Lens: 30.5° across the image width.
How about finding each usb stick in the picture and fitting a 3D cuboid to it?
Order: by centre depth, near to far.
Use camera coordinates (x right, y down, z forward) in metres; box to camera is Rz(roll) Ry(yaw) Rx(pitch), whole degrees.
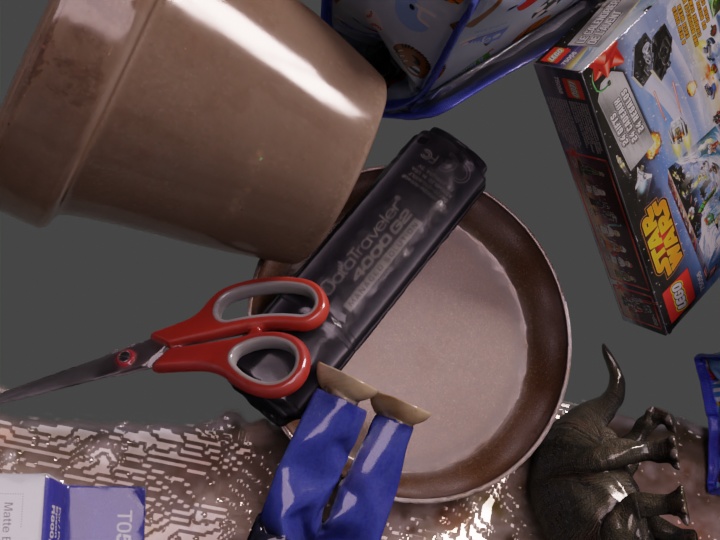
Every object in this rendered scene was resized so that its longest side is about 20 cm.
[{"bbox_3d":[0.000,0.000,0.752,0.055,0.033,0.200,37,69,6],"label":"usb stick"}]

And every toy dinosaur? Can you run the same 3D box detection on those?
[{"bbox_3d":[0.136,0.126,0.762,0.101,0.077,0.202,-13,61,14],"label":"toy dinosaur"}]

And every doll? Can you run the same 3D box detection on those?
[{"bbox_3d":[-0.026,0.157,0.702,0.136,0.048,0.201,28,84,-33],"label":"doll"}]

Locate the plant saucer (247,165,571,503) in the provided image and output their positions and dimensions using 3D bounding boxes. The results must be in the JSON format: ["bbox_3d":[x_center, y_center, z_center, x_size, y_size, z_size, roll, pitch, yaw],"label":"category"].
[{"bbox_3d":[0.028,0.038,0.782,0.198,0.032,0.202,4,73,-14],"label":"plant saucer"}]

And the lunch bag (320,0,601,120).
[{"bbox_3d":[0.072,-0.178,0.764,0.169,0.200,0.124,-34,81,-22],"label":"lunch bag"}]

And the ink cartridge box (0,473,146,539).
[{"bbox_3d":[-0.208,0.202,0.663,0.198,0.041,0.201,3,74,-15],"label":"ink cartridge box"}]

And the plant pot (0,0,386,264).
[{"bbox_3d":[-0.084,-0.091,0.699,0.174,0.200,0.202,25,69,-11],"label":"plant pot"}]

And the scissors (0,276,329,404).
[{"bbox_3d":[-0.115,0.041,0.719,0.198,0.014,0.074,-5,57,12],"label":"scissors"}]

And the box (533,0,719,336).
[{"bbox_3d":[0.187,-0.079,0.796,0.137,0.040,0.201,-43,128,-23],"label":"box"}]

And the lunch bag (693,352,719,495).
[{"bbox_3d":[0.311,0.074,0.762,0.149,0.200,0.095,1,75,-16],"label":"lunch bag"}]
